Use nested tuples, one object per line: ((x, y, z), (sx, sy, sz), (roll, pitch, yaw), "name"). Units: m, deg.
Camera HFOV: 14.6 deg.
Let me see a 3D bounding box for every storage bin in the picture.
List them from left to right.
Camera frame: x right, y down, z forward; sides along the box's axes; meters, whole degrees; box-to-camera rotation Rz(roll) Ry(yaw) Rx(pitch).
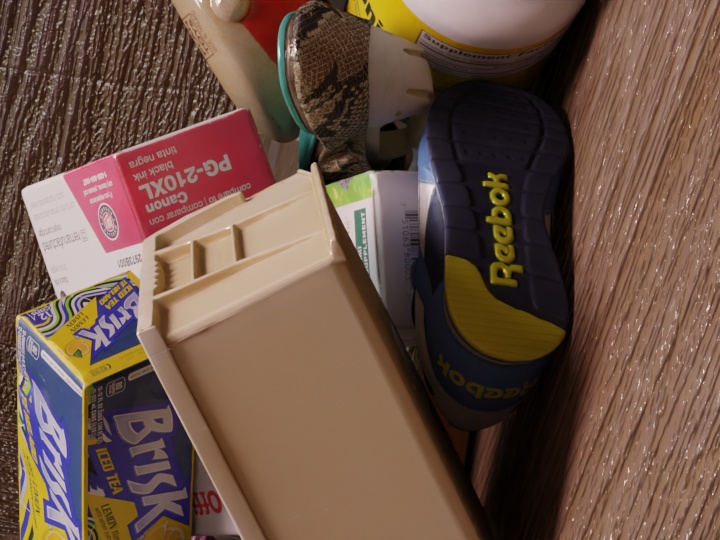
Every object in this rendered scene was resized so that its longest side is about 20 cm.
((-0.015, 0.071, 1.261), (0.201, 0.093, 0.199), (63, -178, -13), "storage bin")

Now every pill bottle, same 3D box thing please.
((0.058, -0.150, 1.395), (0.200, 0.110, 0.112), (121, 160, -71), "pill bottle")

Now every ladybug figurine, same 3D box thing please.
((-0.054, -0.138, 1.504), (0.136, 0.072, 0.200), (59, -179, -3), "ladybug figurine")

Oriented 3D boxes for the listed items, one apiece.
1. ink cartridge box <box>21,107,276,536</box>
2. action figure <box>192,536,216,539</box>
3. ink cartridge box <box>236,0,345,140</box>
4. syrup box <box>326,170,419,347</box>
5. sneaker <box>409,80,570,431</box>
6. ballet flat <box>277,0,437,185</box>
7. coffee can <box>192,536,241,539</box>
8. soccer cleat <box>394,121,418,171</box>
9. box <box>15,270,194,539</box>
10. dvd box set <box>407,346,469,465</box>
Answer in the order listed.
((-0.085, 0.032, 1.444), (0.145, 0.084, 0.201), (-13, 97, 64), "ink cartridge box")
((-0.052, 0.205, 1.533), (0.200, 0.133, 0.150), (-49, -37, -32), "action figure")
((0.018, -0.185, 1.659), (0.201, 0.146, 0.145), (108, 171, -48), "ink cartridge box")
((0.000, 0.000, 1.463), (0.200, 0.081, 0.079), (-13, 79, 63), "syrup box")
((0.057, -0.011, 1.332), (0.201, 0.073, 0.083), (-83, 6, -46), "sneaker")
((0.002, -0.085, 1.385), (0.200, 0.075, 0.068), (81, -169, -76), "ballet flat")
((-0.059, 0.057, 1.644), (0.146, 0.145, 0.202), (-139, 62, -83), "coffee can")
((0.016, -0.059, 1.585), (0.078, 0.069, 0.200), (-44, 10, -21), "soccer cleat")
((-0.126, 0.103, 1.398), (0.064, 0.070, 0.201), (41, 141, 37), "box")
((0.037, 0.073, 1.538), (0.146, 0.029, 0.202), (132, 149, -76), "dvd box set")
